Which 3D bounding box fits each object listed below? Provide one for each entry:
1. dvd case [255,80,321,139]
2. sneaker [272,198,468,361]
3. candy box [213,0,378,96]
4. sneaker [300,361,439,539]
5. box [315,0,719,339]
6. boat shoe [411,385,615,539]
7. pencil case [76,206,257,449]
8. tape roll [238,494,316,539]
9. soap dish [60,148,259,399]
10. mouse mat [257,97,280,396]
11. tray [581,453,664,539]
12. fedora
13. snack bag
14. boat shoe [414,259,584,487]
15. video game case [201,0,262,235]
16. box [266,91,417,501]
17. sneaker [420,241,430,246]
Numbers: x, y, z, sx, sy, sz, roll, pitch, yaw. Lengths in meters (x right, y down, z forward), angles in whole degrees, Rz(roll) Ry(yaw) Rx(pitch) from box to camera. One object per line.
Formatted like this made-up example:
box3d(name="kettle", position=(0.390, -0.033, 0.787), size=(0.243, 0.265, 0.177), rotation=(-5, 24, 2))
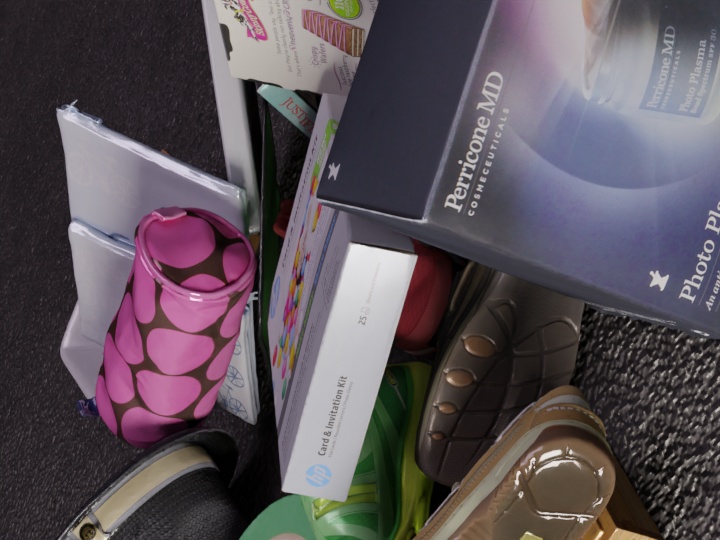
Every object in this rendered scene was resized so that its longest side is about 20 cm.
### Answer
box3d(name="dvd case", position=(-0.033, -0.150, 1.284), size=(0.022, 0.146, 0.201), rotation=(-35, 41, 18))
box3d(name="sneaker", position=(0.000, 0.000, 1.187), size=(0.200, 0.086, 0.074), rotation=(35, 105, 62))
box3d(name="candy box", position=(0.012, -0.161, 1.101), size=(0.137, 0.198, 0.061), rotation=(82, -154, -55))
box3d(name="sneaker", position=(-0.001, 0.144, 1.075), size=(0.074, 0.083, 0.201), rotation=(75, -156, -50))
box3d(name="box", position=(0.112, -0.092, 0.918), size=(0.123, 0.197, 0.202), rotation=(15, 87, 63))
box3d(name="boat shoe", position=(0.060, 0.142, 0.946), size=(0.200, 0.071, 0.076), rotation=(-49, 20, 23))
box3d(name="pencil case", position=(-0.131, 0.038, 1.247), size=(0.094, 0.090, 0.201), rotation=(62, 147, 27))
box3d(name="tape roll", position=(-0.041, 0.243, 1.151), size=(0.200, 0.048, 0.202), rotation=(-39, 42, 46))
box3d(name="soap dish", position=(-0.160, 0.019, 1.477), size=(0.202, 0.081, 0.157), rotation=(-67, 27, 8))
box3d(name="mouse mat", position=(-0.063, -0.011, 1.265), size=(0.200, 0.007, 0.163), rotation=(93, 178, -73))
box3d(name="tray", position=(0.078, 0.184, 0.982), size=(0.201, 0.037, 0.099), rotation=(-60, 29, 22))
box3d(name="fedora", position=(-0.137, 0.208, 1.280), size=(0.092, 0.200, 0.201), rotation=(42, 115, 22))
box3d(name="snack bag", position=(-0.145, -0.004, 1.317), size=(0.188, 0.021, 0.202), rotation=(26, 132, 32))
box3d(name="boat shoe", position=(0.085, 0.028, 1.043), size=(0.201, 0.074, 0.073), rotation=(-64, 14, -7))
box3d(name="video game case", position=(-0.089, -0.132, 1.338), size=(0.182, 0.023, 0.202), rotation=(-98, -1, -85))
box3d(name="box", position=(-0.015, 0.009, 1.052), size=(0.201, 0.041, 0.157), rotation=(-98, 21, -61))
box3d(name="sneaker", position=(0.064, -0.081, 1.082), size=(0.075, 0.079, 0.200), rotation=(-37, -8, -26))
